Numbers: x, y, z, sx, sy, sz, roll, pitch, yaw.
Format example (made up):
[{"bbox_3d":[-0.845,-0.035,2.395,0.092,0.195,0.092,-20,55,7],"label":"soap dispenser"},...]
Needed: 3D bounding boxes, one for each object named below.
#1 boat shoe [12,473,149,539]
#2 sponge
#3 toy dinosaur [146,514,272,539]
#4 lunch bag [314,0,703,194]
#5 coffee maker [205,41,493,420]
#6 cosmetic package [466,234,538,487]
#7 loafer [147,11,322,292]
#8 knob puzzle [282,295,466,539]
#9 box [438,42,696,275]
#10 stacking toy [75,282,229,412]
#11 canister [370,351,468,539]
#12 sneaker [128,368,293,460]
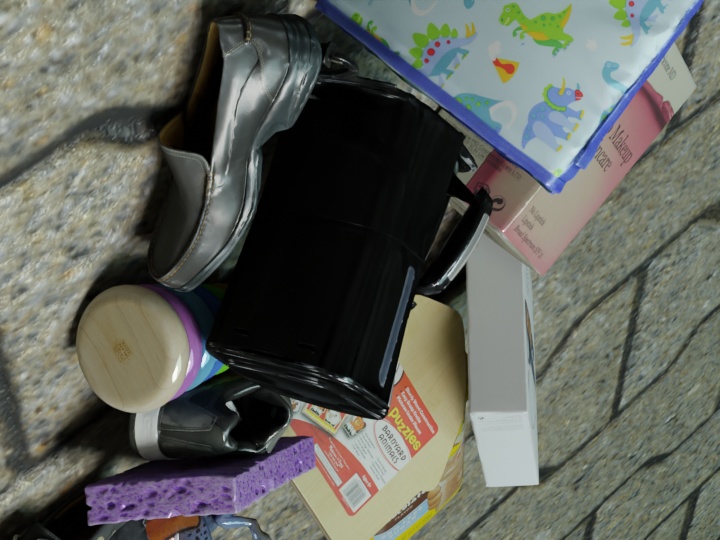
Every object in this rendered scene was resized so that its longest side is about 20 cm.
[{"bbox_3d":[-0.236,0.210,1.440,0.200,0.072,0.068,-28,129,-37],"label":"boat shoe"},{"bbox_3d":[-0.111,0.149,1.462,0.200,0.111,0.030,-10,93,-75],"label":"sponge"},{"bbox_3d":[-0.116,0.188,1.582,0.200,0.105,0.182,44,67,-55],"label":"toy dinosaur"},{"bbox_3d":[0.105,-0.170,1.322,0.170,0.200,0.127,-54,154,5],"label":"lunch bag"},{"bbox_3d":[-0.025,-0.019,1.346,0.192,0.134,0.201,29,72,-40],"label":"coffee maker"},{"bbox_3d":[0.118,0.059,1.688,0.151,0.051,0.201,78,11,-62],"label":"cosmetic package"},{"bbox_3d":[-0.099,-0.077,1.282,0.072,0.073,0.201,8,117,-37],"label":"loafer"},{"bbox_3d":[0.007,0.099,1.627,0.219,0.030,0.221,-5,98,-33],"label":"knob puzzle"},{"bbox_3d":[0.150,-0.116,1.577,0.200,0.109,0.128,-51,155,1],"label":"box"},{"bbox_3d":[-0.108,0.038,1.409,0.200,0.085,0.086,-18,140,-61],"label":"stacking toy"},{"bbox_3d":[0.029,0.154,1.772,0.148,0.086,0.200,-40,155,-21],"label":"canister"},{"bbox_3d":[-0.079,0.097,1.459,0.200,0.090,0.067,-23,116,-61],"label":"sneaker"}]
